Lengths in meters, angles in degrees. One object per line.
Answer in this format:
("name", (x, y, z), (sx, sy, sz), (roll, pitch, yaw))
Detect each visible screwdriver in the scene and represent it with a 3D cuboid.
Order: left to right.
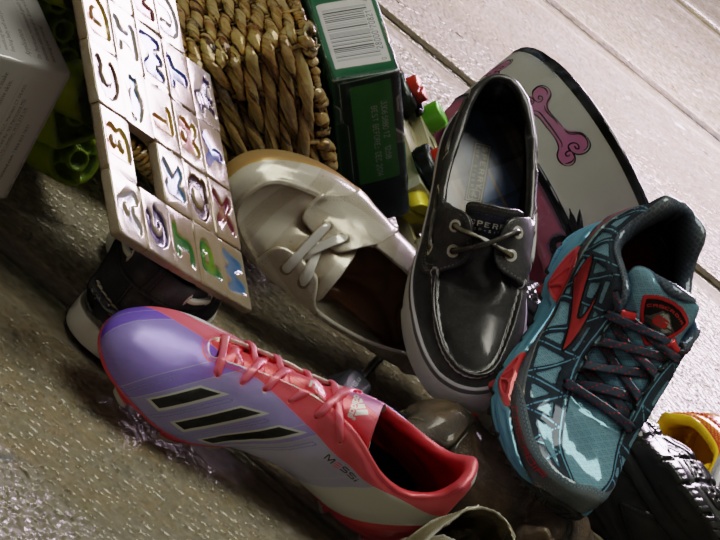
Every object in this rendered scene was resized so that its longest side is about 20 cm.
("screwdriver", (-0.002, 0.058, 1.643), (0.029, 0.028, 0.200), (9, 11, 4))

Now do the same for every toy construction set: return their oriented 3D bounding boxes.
("toy construction set", (0.037, -0.042, 1.811), (0.200, 0.092, 0.131), (54, 1, 42))

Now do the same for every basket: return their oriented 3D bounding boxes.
("basket", (-0.102, -0.098, 1.711), (0.149, 0.143, 0.200), (-12, 28, -7))

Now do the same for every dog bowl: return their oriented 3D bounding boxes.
("dog bowl", (0.114, -0.036, 1.862), (0.200, 0.074, 0.200), (58, -14, 24))

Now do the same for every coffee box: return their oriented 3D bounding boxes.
("coffee box", (-0.015, -0.140, 1.737), (0.044, 0.123, 0.200), (-12, 47, -6))

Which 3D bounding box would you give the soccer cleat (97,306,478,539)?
("soccer cleat", (-0.035, 0.067, 1.438), (0.200, 0.076, 0.067), (34, 47, -23))

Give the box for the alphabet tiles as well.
("alphabet tiles", (-0.103, -0.090, 1.471), (0.167, 0.008, 0.200), (34, 43, -66))

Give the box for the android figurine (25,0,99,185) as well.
("android figurine", (-0.181, -0.137, 1.560), (0.041, 0.182, 0.200), (-18, 21, -26))

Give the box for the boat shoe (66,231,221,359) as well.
("boat shoe", (-0.099, -0.006, 1.538), (0.074, 0.060, 0.200), (39, 18, 0))

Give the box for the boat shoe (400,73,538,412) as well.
("boat shoe", (0.067, -0.021, 1.607), (0.070, 0.066, 0.200), (13, 56, -2))

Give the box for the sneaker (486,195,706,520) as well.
("sneaker", (0.130, 0.036, 1.548), (0.079, 0.096, 0.200), (32, 50, -19))

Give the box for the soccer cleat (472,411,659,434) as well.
("soccer cleat", (0.154, 0.106, 1.723), (0.200, 0.078, 0.069), (32, 19, -19))

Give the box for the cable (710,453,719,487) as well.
("cable", (0.287, 0.165, 1.699), (0.200, 0.069, 0.200), (-25, 68, -24))

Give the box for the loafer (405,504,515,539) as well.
("loafer", (0.037, 0.163, 1.377), (0.076, 0.068, 0.200), (35, 18, -11))

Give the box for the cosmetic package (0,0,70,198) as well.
("cosmetic package", (-0.253, -0.116, 1.420), (0.200, 0.085, 0.108), (13, 32, -31))

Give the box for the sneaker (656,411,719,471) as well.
("sneaker", (0.238, 0.159, 1.801), (0.077, 0.073, 0.200), (5, 27, -33))

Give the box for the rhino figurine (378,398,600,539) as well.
("rhino figurine", (0.088, 0.138, 1.551), (0.200, 0.060, 0.087), (38, 21, -7))

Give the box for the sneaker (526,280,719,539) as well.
("sneaker", (0.120, 0.093, 1.644), (0.200, 0.091, 0.076), (56, 18, 13))

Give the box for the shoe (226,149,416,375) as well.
("shoe", (0.000, 0.000, 1.630), (0.200, 0.070, 0.053), (37, 4, -32))
